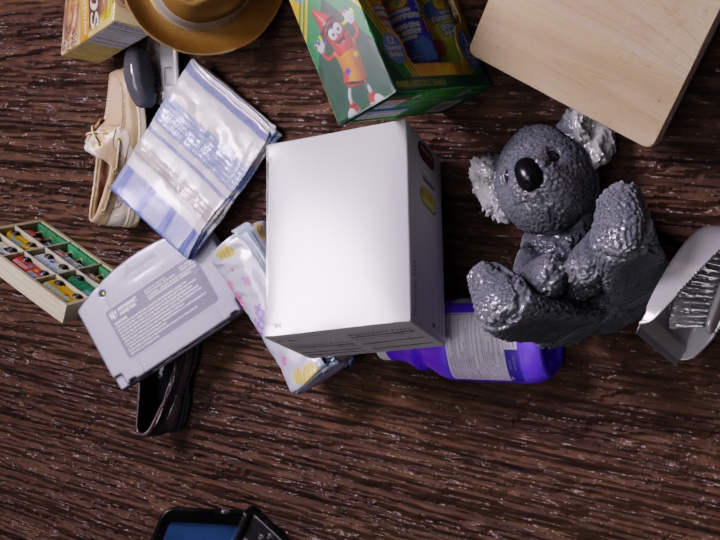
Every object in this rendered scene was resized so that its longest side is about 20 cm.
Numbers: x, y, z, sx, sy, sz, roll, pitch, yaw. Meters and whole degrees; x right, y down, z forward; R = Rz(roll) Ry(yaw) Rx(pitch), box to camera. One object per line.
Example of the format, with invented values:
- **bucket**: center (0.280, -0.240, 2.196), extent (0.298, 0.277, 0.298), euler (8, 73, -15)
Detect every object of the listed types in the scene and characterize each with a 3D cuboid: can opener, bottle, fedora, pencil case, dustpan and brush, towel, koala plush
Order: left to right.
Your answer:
- **can opener**: center (-0.248, -0.295, 1.253), extent (0.053, 0.067, 0.203), euler (6, 103, 35)
- **towel**: center (-0.199, -0.130, 1.248), extent (0.147, 0.024, 0.201), euler (41, 107, 12)
- **fedora**: center (-0.160, -0.330, 1.117), extent (0.082, 0.198, 0.203), euler (-163, 64, -74)
- **pencil case**: center (-0.090, 0.042, 1.202), extent (0.083, 0.091, 0.201), euler (-32, 77, -5)
- **bottle**: center (0.107, 0.072, 1.091), extent (0.198, 0.065, 0.085), euler (-2, 101, 35)
- **koala plush**: center (0.183, -0.048, 0.979), extent (0.176, 0.183, 0.202), euler (-32, 62, 23)
- **dustpan and brush**: center (0.320, -0.013, 0.915), extent (0.057, 0.139, 0.202), euler (22, 86, 35)

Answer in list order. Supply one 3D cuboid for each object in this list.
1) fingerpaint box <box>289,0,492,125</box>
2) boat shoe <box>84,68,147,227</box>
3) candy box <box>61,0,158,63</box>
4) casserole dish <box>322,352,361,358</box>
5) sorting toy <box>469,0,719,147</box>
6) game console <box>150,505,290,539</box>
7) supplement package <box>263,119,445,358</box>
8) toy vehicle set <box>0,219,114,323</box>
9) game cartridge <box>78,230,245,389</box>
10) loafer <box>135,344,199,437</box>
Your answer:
- **fingerpaint box**: center (0.028, -0.234, 1.000), extent (0.073, 0.199, 0.169), euler (-24, 86, 34)
- **boat shoe**: center (-0.308, -0.150, 1.313), extent (0.074, 0.068, 0.203), euler (26, 117, 56)
- **candy box**: center (-0.290, -0.319, 1.226), extent (0.199, 0.055, 0.117), euler (-2, 83, 59)
- **casserole dish**: center (0.000, 0.000, 1.128), extent (0.120, 0.039, 0.202), euler (21, 84, 29)
- **sorting toy**: center (0.227, -0.246, 0.941), extent (0.199, 0.069, 0.201), euler (33, 117, 24)
- **game console**: center (-0.179, 0.405, 1.325), extent (0.175, 0.116, 0.202), euler (36, 118, 23)
- **supplement package**: center (-0.004, -0.027, 1.054), extent (0.154, 0.111, 0.203), euler (-7, 73, 22)
- **toy vehicle set**: center (-0.405, -0.003, 1.387), extent (0.199, 0.124, 0.027), euler (31, 116, 25)
- **game cartridge**: center (-0.242, 0.038, 1.295), extent (0.199, 0.041, 0.134), euler (-32, 85, 8)
- **loafer**: center (-0.251, 0.119, 1.345), extent (0.071, 0.063, 0.203), euler (16, 109, 30)
